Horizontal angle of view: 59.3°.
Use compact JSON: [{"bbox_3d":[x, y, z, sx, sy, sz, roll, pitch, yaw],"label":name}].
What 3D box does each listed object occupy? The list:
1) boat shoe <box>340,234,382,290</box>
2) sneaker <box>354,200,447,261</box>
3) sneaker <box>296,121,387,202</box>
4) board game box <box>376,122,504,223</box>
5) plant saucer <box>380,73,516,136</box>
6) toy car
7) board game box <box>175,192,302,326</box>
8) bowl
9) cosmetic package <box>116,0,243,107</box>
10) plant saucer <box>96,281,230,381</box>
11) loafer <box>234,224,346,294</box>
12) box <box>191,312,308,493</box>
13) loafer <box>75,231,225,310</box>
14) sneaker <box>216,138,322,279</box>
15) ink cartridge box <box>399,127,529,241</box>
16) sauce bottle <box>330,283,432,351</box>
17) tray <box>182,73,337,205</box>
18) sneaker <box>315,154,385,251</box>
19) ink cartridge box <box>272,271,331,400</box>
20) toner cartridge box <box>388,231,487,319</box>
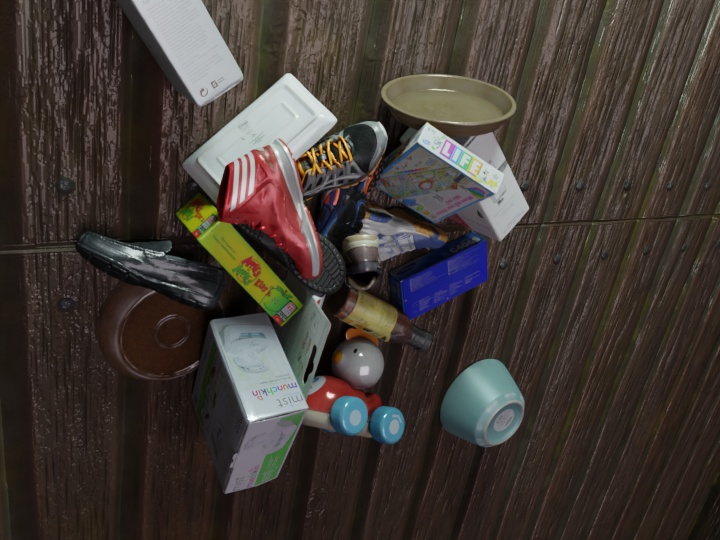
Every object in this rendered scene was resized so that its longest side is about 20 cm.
[{"bbox_3d":[0.000,0.000,1.001,0.071,0.200,0.065,0,74,-3],"label":"boat shoe"},{"bbox_3d":[0.054,-0.057,1.074,0.198,0.075,0.089,11,116,-28],"label":"sneaker"},{"bbox_3d":[-0.053,-0.147,0.886,0.199,0.079,0.077,-28,170,13],"label":"sneaker"},{"bbox_3d":[0.106,-0.138,0.949,0.134,0.200,0.034,31,74,-13],"label":"board game box"},{"bbox_3d":[0.128,-0.244,0.932,0.199,0.200,0.030,-16,131,-27],"label":"plant saucer"},{"bbox_3d":[-0.024,0.184,1.111,0.176,0.183,0.202,24,70,-39],"label":"toy car"},{"bbox_3d":[-0.172,-0.014,0.913,0.048,0.101,0.200,-43,131,-7],"label":"board game box"},{"bbox_3d":[0.285,0.310,1.403,0.199,0.105,0.202,-16,123,-26],"label":"bowl"},{"bbox_3d":[-0.225,-0.298,0.724,0.074,0.102,0.201,-38,131,-12],"label":"cosmetic package"},{"bbox_3d":[-0.283,0.085,0.937,0.199,0.034,0.202,-16,123,-26],"label":"plant saucer"},{"bbox_3d":[-0.104,-0.042,0.934,0.200,0.071,0.073,41,83,-17],"label":"loafer"},{"bbox_3d":[-0.174,0.197,0.939,0.096,0.177,0.201,-8,139,-32],"label":"box"},{"bbox_3d":[-0.279,-0.010,0.857,0.199,0.068,0.071,24,69,-22],"label":"loafer"},{"bbox_3d":[-0.126,-0.064,0.835,0.115,0.078,0.202,-22,117,-13],"label":"sneaker"},{"bbox_3d":[0.170,-0.159,1.040,0.083,0.146,0.200,-47,130,-9],"label":"ink cartridge box"},{"bbox_3d":[0.041,0.090,1.113,0.199,0.066,0.066,29,97,-25],"label":"sauce bottle"},{"bbox_3d":[-0.137,-0.175,0.852,0.200,0.107,0.022,-43,166,-8],"label":"tray"},{"bbox_3d":[-0.031,-0.112,0.975,0.075,0.078,0.201,7,114,-52],"label":"sneaker"},{"bbox_3d":[-0.084,0.106,0.973,0.057,0.200,0.164,7,111,-31],"label":"ink cartridge box"},{"bbox_3d":[0.149,0.010,1.186,0.199,0.043,0.096,-24,125,-22],"label":"toner cartridge box"}]
